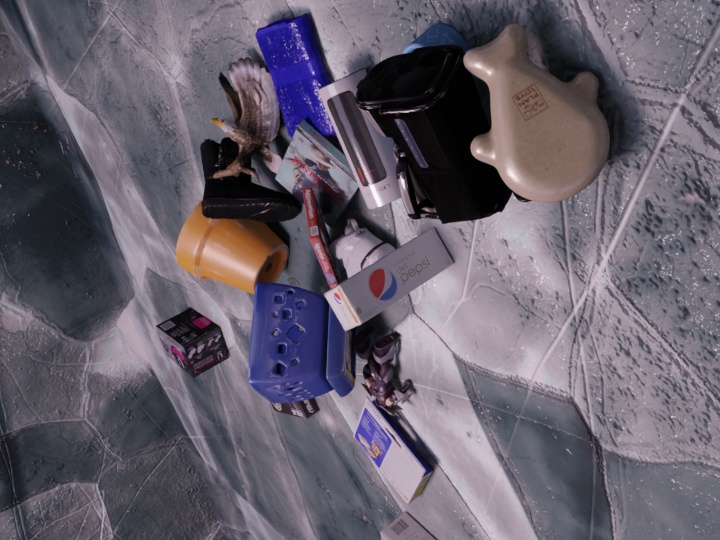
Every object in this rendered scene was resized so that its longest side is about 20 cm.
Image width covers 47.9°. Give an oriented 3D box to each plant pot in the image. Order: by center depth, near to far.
[{"bbox_3d":[-0.102,0.143,1.561,0.200,0.177,0.202,72,-161,-69],"label":"plant pot"},{"bbox_3d":[-0.261,-0.046,1.741,0.182,0.200,0.201,31,144,16],"label":"plant pot"}]

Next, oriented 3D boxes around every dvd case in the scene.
[{"bbox_3d":[-0.074,-0.164,1.427,0.146,0.022,0.200,41,152,0],"label":"dvd case"}]

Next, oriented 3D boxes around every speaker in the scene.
[{"bbox_3d":[0.010,-0.199,1.243,0.081,0.081,0.202,-3,114,59],"label":"speaker"}]

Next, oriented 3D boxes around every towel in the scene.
[{"bbox_3d":[-0.106,-0.316,1.353,0.147,0.049,0.202,9,124,57],"label":"towel"}]

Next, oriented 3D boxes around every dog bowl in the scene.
[{"bbox_3d":[0.085,-0.244,1.108,0.112,0.049,0.200,55,152,9],"label":"dog bowl"}]

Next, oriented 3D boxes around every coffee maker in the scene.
[{"bbox_3d":[0.114,-0.171,1.006,0.190,0.136,0.201,-14,135,20],"label":"coffee maker"}]

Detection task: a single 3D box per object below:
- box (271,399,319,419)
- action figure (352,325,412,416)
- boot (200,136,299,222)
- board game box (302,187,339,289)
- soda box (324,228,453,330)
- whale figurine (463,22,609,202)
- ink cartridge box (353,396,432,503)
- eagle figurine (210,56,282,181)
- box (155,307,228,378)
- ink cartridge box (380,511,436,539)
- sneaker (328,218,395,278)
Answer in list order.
[{"bbox_3d":[-0.198,0.294,2.092,0.199,0.044,0.162,-2,114,60],"label":"box"},{"bbox_3d":[0.044,0.202,1.588,0.129,0.069,0.201,27,142,36],"label":"action figure"},{"bbox_3d":[-0.221,-0.187,1.618,0.077,0.198,0.170,110,159,-64],"label":"boot"},{"bbox_3d":[-0.069,-0.053,1.462,0.200,0.019,0.104,72,-172,-63],"label":"board game box"},{"bbox_3d":[0.046,0.012,1.254,0.069,0.199,0.064,59,152,-1],"label":"soda box"},{"bbox_3d":[0.196,-0.174,0.923,0.201,0.158,0.104,59,-170,4],"label":"whale figurine"},{"bbox_3d":[0.071,0.378,1.733,0.198,0.047,0.201,49,149,22],"label":"ink cartridge box"},{"bbox_3d":[-0.215,-0.278,1.515,0.150,0.202,0.151,6,171,16],"label":"eagle figurine"},{"bbox_3d":[-0.505,0.216,2.430,0.199,0.131,0.116,22,133,49],"label":"box"},{"bbox_3d":[0.138,0.694,1.875,0.175,0.083,0.202,34,143,40],"label":"ink cartridge box"},{"bbox_3d":[0.000,0.000,1.459,0.115,0.075,0.201,46,145,27],"label":"sneaker"}]
